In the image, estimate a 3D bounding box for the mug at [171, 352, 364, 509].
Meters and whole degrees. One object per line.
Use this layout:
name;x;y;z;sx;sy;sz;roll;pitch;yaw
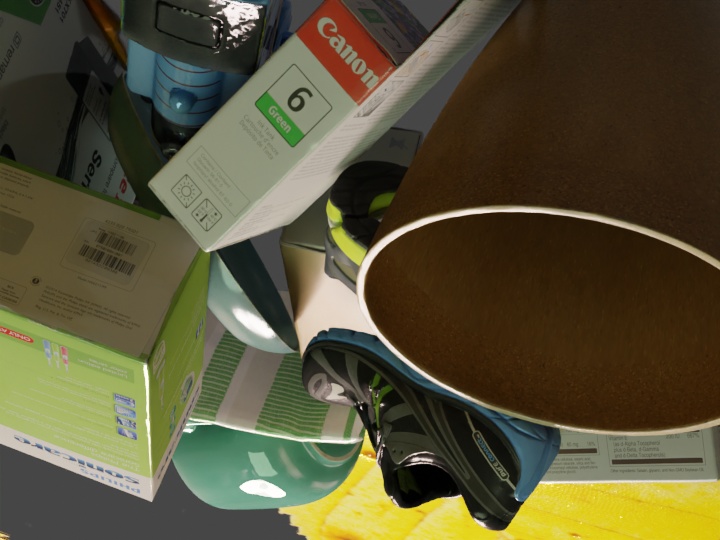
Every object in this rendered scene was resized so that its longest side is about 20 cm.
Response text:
mug;-0.073;0.122;1.005;0.114;0.185;0.152;-10;109;34

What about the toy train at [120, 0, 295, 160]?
toy train;-0.075;-0.134;0.634;0.087;0.114;0.200;19;150;-3

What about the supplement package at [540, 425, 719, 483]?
supplement package;0.157;0.070;0.804;0.200;0.111;0.156;-7;178;37

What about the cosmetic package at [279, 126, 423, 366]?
cosmetic package;0.000;0.000;0.838;0.071;0.105;0.200;10;148;9

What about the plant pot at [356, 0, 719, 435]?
plant pot;0.112;-0.054;0.587;0.186;0.200;0.186;13;151;7

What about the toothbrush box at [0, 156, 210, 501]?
toothbrush box;-0.168;0.037;0.701;0.146;0.086;0.200;20;148;4

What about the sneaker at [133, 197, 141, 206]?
sneaker;-0.225;-0.030;0.931;0.200;0.071;0.098;0;143;31

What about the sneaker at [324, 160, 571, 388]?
sneaker;0.064;0.019;0.687;0.200;0.074;0.081;36;150;4

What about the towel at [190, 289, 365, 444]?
towel;-0.082;0.060;0.943;0.200;0.153;0.023;12;130;6

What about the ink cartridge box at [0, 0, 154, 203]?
ink cartridge box;-0.210;-0.091;0.747;0.083;0.147;0.200;3;149;19

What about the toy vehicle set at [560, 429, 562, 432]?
toy vehicle set;0.085;0.029;0.741;0.124;0.200;0.027;38;-157;28

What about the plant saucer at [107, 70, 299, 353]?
plant saucer;-0.100;-0.030;0.768;0.027;0.200;0.200;-31;139;1

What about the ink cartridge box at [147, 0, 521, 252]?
ink cartridge box;-0.005;-0.096;0.620;0.200;0.109;0.050;-43;85;20

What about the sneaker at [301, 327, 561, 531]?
sneaker;0.023;0.086;0.699;0.071;0.083;0.200;27;177;-39
